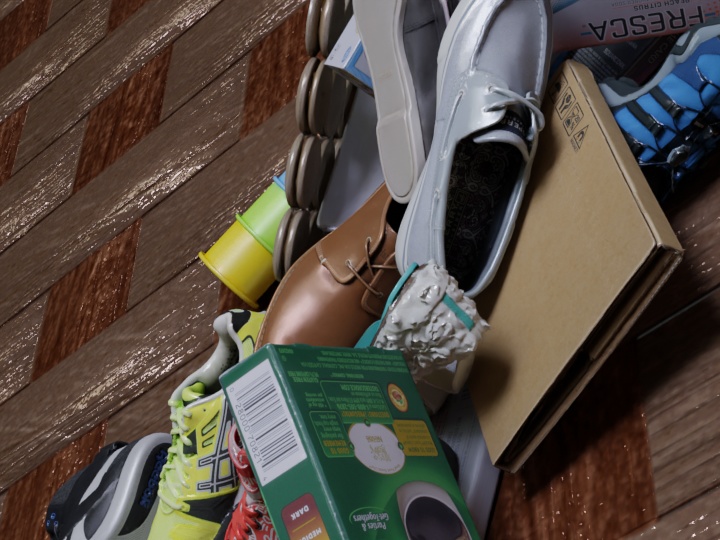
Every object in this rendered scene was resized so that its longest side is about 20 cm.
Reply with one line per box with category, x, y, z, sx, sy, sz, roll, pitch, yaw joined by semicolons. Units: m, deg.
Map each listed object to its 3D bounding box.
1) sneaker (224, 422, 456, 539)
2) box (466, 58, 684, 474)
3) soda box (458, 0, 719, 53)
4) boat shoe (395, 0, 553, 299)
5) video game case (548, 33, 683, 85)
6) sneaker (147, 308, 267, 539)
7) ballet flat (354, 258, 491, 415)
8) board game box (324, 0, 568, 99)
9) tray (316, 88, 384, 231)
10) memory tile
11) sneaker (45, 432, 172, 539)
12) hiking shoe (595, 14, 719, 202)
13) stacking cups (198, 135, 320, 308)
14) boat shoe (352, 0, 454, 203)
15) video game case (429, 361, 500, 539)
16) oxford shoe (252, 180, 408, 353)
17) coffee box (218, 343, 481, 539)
sneaker;-0.051;0.130;1.125;0.201;0.108;0.067;-34;34;29
box;0.104;-0.007;1.105;0.164;0.021;0.200;-57;26;26
soda box;0.160;-0.183;1.176;0.199;0.069;0.064;-8;43;14
boat shoe;0.077;-0.076;1.117;0.071;0.070;0.202;21;96;66
video game case;0.189;-0.190;1.278;0.200;0.019;0.143;-47;29;9
sneaker;-0.103;0.116;1.287;0.075;0.076;0.201;19;82;58
ballet flat;0.027;0.057;1.122;0.072;0.071;0.200;-64;2;-22
board game box;0.084;-0.183;1.261;0.201;0.134;0.034;-59;26;-3
tray;0.043;-0.097;1.344;0.107;0.022;0.201;6;54;15
memory tile;-0.027;-0.092;1.319;0.153;0.017;0.201;-19;-61;-79
sneaker;-0.191;0.208;1.336;0.112;0.073;0.201;-19;34;49
hiking shoe;0.187;-0.079;1.115;0.200;0.074;0.087;-27;43;54
stacking cups;-0.033;-0.066;1.426;0.200;0.060;0.060;-48;28;-1
boat shoe;0.037;-0.140;1.192;0.067;0.057;0.201;-5;92;62
video game case;0.019;0.119;1.172;0.181;0.023;0.201;-20;43;44
oxford shoe;0.000;0.000;1.222;0.200;0.071;0.071;-54;4;-12
coffee box;0.010;0.134;0.973;0.044;0.123;0.201;-34;69;28
